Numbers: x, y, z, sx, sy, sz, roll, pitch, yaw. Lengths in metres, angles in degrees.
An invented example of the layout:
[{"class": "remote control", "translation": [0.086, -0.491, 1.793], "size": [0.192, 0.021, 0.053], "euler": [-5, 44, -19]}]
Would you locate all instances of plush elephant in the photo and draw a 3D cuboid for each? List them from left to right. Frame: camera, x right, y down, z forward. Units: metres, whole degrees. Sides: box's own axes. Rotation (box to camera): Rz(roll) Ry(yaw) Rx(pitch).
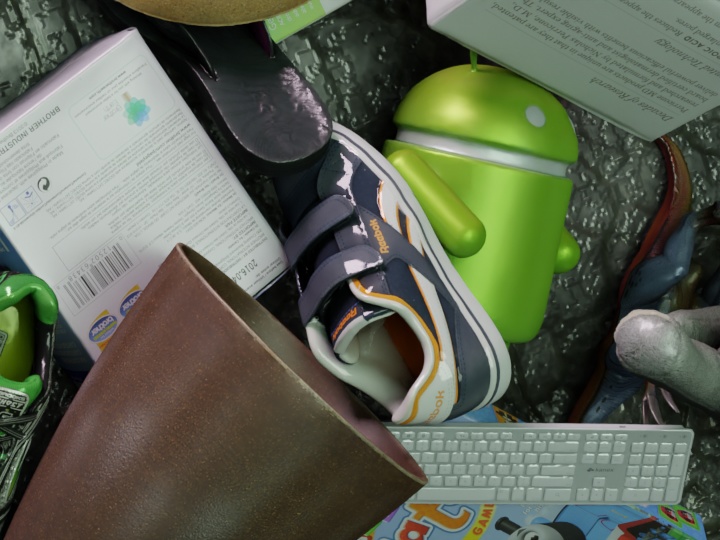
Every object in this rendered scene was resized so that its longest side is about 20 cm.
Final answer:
[{"class": "plush elephant", "translation": [0.266, 0.024, 1.651], "size": [0.200, 0.164, 0.155], "euler": [35, 74, -64]}]

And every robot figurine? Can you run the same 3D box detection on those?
[{"class": "robot figurine", "translation": [0.063, -0.031, 1.678], "size": [0.175, 0.115, 0.201], "euler": [8, 95, -62]}]

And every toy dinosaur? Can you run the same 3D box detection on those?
[{"class": "toy dinosaur", "translation": [0.185, 0.045, 1.780], "size": [0.181, 0.200, 0.105], "euler": [-42, 133, 11]}]

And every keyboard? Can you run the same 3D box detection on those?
[{"class": "keyboard", "translation": [0.092, 0.113, 1.632], "size": [0.199, 0.011, 0.057], "euler": [1, 120, -7]}]

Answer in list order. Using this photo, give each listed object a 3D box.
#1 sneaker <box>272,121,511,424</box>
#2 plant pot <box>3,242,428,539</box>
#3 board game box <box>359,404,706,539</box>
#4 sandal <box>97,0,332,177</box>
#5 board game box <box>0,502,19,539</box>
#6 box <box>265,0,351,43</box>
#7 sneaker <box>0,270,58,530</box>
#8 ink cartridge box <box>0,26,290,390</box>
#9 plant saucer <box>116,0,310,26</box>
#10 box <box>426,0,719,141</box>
[{"class": "sneaker", "translation": [0.000, 0.000, 1.588], "size": [0.079, 0.079, 0.200], "euler": [-20, 64, -42]}, {"class": "plant pot", "translation": [-0.098, 0.122, 1.524], "size": [0.187, 0.187, 0.200], "euler": [42, 92, -18]}, {"class": "board game box", "translation": [0.084, 0.165, 1.692], "size": [0.199, 0.037, 0.151], "euler": [29, 116, -20]}, {"class": "sandal", "translation": [-0.083, -0.141, 1.608], "size": [0.075, 0.048, 0.201], "euler": [-31, 66, -26]}, {"class": "board game box", "translation": [-0.211, 0.228, 1.590], "size": [0.165, 0.057, 0.201], "euler": [14, 84, -23]}, {"class": "box", "translation": [-0.015, -0.240, 1.699], "size": [0.200, 0.036, 0.145], "euler": [-31, 101, -23]}, {"class": "sneaker", "translation": [-0.214, 0.090, 1.523], "size": [0.078, 0.085, 0.201], "euler": [18, 70, -23]}, {"class": "ink cartridge box", "translation": [-0.135, -0.017, 1.617], "size": [0.136, 0.076, 0.200], "euler": [-39, 103, -19]}, {"class": "plant saucer", "translation": [-0.087, -0.233, 1.609], "size": [0.199, 0.035, 0.201], "euler": [4, 63, -7]}, {"class": "box", "translation": [0.146, -0.215, 1.660], "size": [0.200, 0.130, 0.200], "euler": [24, 53, -37]}]
